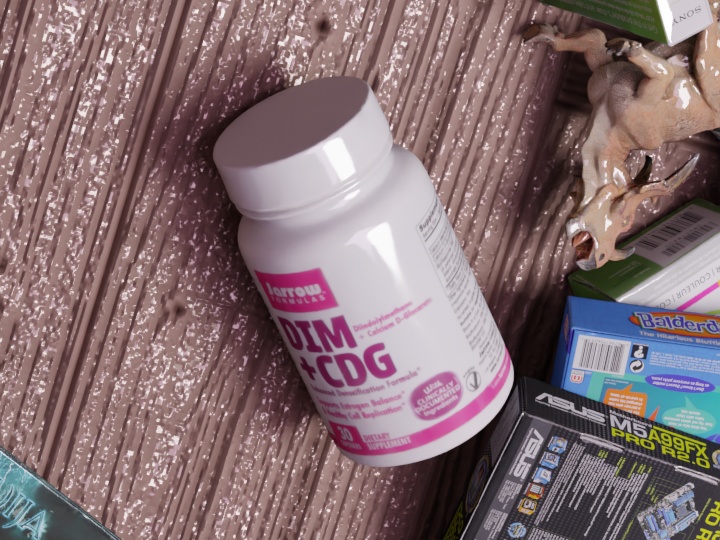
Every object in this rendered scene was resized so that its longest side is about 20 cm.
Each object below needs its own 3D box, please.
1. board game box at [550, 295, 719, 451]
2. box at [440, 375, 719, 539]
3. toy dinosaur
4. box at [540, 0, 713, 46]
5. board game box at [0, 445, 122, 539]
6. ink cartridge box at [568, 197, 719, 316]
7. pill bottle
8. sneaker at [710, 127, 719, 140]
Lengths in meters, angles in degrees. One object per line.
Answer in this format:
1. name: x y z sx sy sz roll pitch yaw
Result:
1. board game box: 0.181 0.120 1.593 0.152 0.045 0.200 8 117 -3
2. box: 0.130 0.176 1.574 0.160 0.044 0.200 19 117 -9
3. toy dinosaur: 0.186 -0.102 1.552 0.200 0.086 0.136 -30 119 5
4. box: 0.120 -0.230 1.464 0.036 0.144 0.200 -26 115 -18
5. board game box: -0.198 0.183 1.479 0.200 0.028 0.135 43 82 -30
6. ink cartridge box: 0.214 0.067 1.647 0.104 0.059 0.200 -31 116 -17
7. pill bottle: 0.000 0.000 1.484 0.113 0.113 0.200 -33 116 -16
8. sneaker: 0.271 -0.040 1.641 0.200 0.074 0.079 40 89 -31
